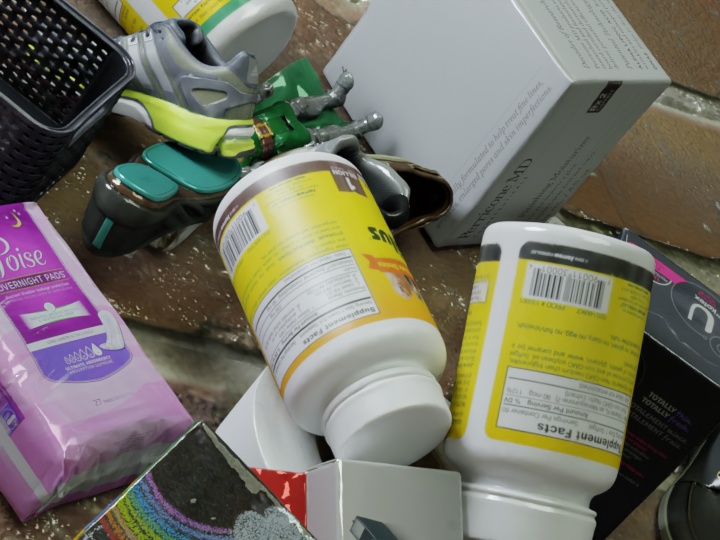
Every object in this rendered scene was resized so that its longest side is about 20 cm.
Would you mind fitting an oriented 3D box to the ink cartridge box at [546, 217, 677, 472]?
[{"bbox_3d":[0.185,0.066,1.720,0.200,0.045,0.176,42,34,4],"label":"ink cartridge box"}]

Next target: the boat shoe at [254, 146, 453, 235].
[{"bbox_3d":[-0.005,-0.055,1.649,0.075,0.075,0.202,15,19,37],"label":"boat shoe"}]

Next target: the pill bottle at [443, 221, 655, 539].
[{"bbox_3d":[0.115,0.078,1.398,0.114,0.114,0.201,16,82,-30],"label":"pill bottle"}]

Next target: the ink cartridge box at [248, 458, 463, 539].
[{"bbox_3d":[-0.020,0.212,1.302,0.176,0.045,0.201,9,71,-31],"label":"ink cartridge box"}]

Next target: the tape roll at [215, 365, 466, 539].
[{"bbox_3d":[-0.002,0.145,1.451,0.202,0.071,0.203,24,38,-20],"label":"tape roll"}]

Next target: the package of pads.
[{"bbox_3d":[-0.204,0.052,1.367,0.120,0.076,0.200,-12,59,-52],"label":"package of pads"}]

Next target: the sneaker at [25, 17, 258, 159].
[{"bbox_3d":[-0.153,-0.150,1.595,0.199,0.081,0.074,22,14,19],"label":"sneaker"}]

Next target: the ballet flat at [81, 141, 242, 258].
[{"bbox_3d":[-0.145,-0.047,1.528,0.068,0.069,0.200,35,17,11],"label":"ballet flat"}]

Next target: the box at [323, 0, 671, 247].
[{"bbox_3d":[0.106,-0.157,1.775,0.130,0.199,0.200,-5,54,-44],"label":"box"}]

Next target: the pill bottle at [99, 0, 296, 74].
[{"bbox_3d":[-0.151,-0.235,1.704,0.200,0.113,0.113,48,36,14],"label":"pill bottle"}]

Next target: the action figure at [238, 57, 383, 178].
[{"bbox_3d":[-0.066,-0.104,1.692,0.200,0.055,0.118,-24,71,-48],"label":"action figure"}]

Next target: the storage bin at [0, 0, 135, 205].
[{"bbox_3d":[-0.273,-0.146,1.511,0.200,0.094,0.135,39,34,-1],"label":"storage bin"}]

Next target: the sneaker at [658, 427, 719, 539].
[{"bbox_3d":[0.293,0.154,1.679,0.075,0.106,0.200,36,35,-4],"label":"sneaker"}]

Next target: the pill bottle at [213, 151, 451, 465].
[{"bbox_3d":[-0.014,0.029,1.412,0.109,0.109,0.200,5,48,-39],"label":"pill bottle"}]

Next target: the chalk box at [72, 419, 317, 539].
[{"bbox_3d":[-0.121,0.203,1.201,0.125,0.124,0.200,45,70,6],"label":"chalk box"}]

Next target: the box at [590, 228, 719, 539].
[{"bbox_3d":[0.169,0.092,1.554,0.122,0.200,0.106,35,35,-6],"label":"box"}]

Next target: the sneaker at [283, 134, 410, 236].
[{"bbox_3d":[0.000,0.000,1.531,0.075,0.115,0.201,-14,83,-35],"label":"sneaker"}]
